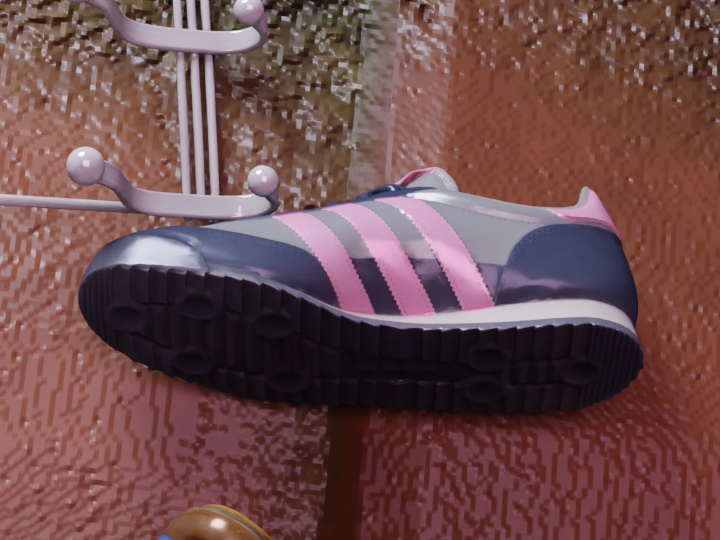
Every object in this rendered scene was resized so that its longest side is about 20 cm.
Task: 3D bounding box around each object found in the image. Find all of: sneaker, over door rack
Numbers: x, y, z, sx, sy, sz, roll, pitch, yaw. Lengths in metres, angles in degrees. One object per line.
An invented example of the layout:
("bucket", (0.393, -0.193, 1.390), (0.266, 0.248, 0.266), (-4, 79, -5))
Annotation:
("sneaker", (0.000, 0.000, 0.897), (0.199, 0.070, 0.082), (7, 52, -9))
("over door rack", (-0.130, -0.090, 0.896), (0.199, 0.067, 0.148), (-1, 71, -10))

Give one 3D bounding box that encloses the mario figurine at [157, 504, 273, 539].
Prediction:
("mario figurine", (-0.073, 0.178, 0.795), (0.123, 0.106, 0.200), (36, 68, 1))
